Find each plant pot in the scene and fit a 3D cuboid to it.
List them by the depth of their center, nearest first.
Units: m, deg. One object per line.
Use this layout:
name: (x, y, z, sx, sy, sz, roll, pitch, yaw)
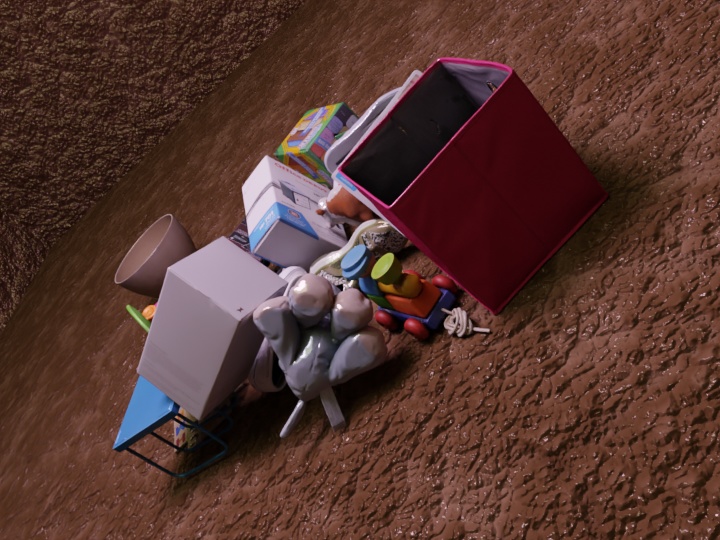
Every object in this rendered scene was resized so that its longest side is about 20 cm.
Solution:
plant pot: (-0.456, -0.014, 1.642, 0.200, 0.134, 0.201, -36, 30, 25)

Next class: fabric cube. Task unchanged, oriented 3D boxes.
fabric cube: (0.128, -0.108, 0.840, 0.200, 0.199, 0.196, -48, 26, 2)

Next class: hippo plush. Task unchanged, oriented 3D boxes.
hippo plush: (-0.037, 0.087, 0.926, 0.159, 0.201, 0.161, -11, 12, 11)

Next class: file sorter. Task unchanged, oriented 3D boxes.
file sorter: (-0.270, 0.198, 1.097, 0.139, 0.123, 0.200, -33, 32, 27)

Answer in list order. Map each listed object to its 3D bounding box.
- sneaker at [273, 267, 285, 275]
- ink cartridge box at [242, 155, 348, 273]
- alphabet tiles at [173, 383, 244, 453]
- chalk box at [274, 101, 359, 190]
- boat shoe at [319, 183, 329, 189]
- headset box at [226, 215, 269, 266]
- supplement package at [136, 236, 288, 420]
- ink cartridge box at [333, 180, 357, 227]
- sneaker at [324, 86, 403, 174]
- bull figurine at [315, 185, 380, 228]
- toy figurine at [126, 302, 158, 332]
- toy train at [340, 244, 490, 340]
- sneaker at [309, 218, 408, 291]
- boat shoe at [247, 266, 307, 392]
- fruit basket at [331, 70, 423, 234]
sneaker: (-0.157, 0.080, 1.166, 0.112, 0.073, 0.200, -28, 27, 43)
ink cartridge box: (-0.112, -0.086, 1.178, 0.086, 0.146, 0.200, -50, 34, 24)
alphabet tiles: (-0.265, 0.217, 1.204, 0.166, 0.006, 0.200, -44, 28, 7)
chalk box: (-0.052, -0.233, 1.344, 0.124, 0.125, 0.200, -55, 27, -12)
boat shoe: (-0.128, -0.144, 1.379, 0.200, 0.074, 0.076, 9, 80, 62)
headset box: (-0.216, 0.004, 1.229, 0.149, 0.075, 0.200, -61, 3, 32)
supplement package: (-0.204, 0.079, 0.959, 0.120, 0.121, 0.200, -41, -17, -54)
ink cartridge box: (0.051, -0.179, 1.168, 0.200, 0.085, 0.145, -36, 30, 25)
sneaker: (0.025, -0.226, 1.100, 0.200, 0.073, 0.071, -33, 17, 14)
bull figurine: (0.022, -0.116, 1.076, 0.200, 0.121, 0.065, -47, 1, 25)
toy figurine: (-0.328, 0.075, 1.376, 0.184, 0.150, 0.200, -44, 48, -11)
toy train: (0.063, 0.023, 0.857, 0.085, 0.116, 0.200, -56, 28, -13)
sneaker: (0.000, 0.000, 1.043, 0.200, 0.077, 0.089, -37, 38, 36)
boat shoe: (-0.108, 0.089, 1.066, 0.065, 0.073, 0.201, -2, 70, 49)
fruit basket: (0.090, -0.153, 0.979, 0.200, 0.185, 0.094, -51, 1, -11)
